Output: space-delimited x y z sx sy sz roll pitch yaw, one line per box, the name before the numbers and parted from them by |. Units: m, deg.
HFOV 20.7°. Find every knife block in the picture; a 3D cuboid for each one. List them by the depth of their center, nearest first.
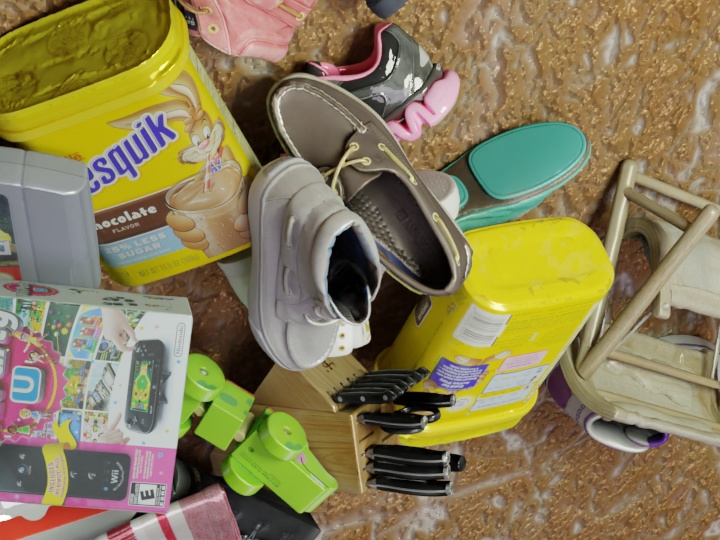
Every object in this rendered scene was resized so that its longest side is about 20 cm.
knife block | -0.010 0.145 1.587 0.064 0.176 0.200 -28 160 -51

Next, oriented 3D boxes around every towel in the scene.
towel | -0.190 0.249 1.602 0.199 0.023 0.144 -23 146 -8

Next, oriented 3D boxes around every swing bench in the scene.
swing bench | 0.286 0.039 1.692 0.198 0.130 0.201 17 102 -37

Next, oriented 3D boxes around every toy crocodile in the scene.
toy crocodile | -0.102 0.116 1.553 0.199 0.062 0.068 37 123 -6

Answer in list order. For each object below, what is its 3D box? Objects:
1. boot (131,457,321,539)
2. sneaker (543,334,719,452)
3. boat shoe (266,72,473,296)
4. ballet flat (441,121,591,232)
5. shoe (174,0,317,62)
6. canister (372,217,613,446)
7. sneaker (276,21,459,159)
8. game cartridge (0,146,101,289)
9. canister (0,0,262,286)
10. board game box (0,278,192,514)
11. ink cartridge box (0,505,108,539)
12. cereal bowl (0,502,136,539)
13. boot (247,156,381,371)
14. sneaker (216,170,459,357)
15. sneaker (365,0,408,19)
boot | -0.152 0.234 1.693 0.164 0.066 0.200 -34 147 20
sneaker | 0.268 0.121 1.790 0.199 0.114 0.073 -4 126 -28
boat shoe | 0.005 -0.061 1.426 0.072 0.060 0.200 -40 93 10
ballet flat | 0.093 -0.058 1.589 0.199 0.068 0.071 -25 153 -6
shoe | -0.109 -0.205 1.343 0.199 0.072 0.091 15 113 -41
canister | 0.105 0.050 1.608 0.147 0.087 0.200 -9 149 -28
sneaker | -0.025 -0.110 1.482 0.200 0.079 0.096 -39 110 7
game cartridge | -0.282 -0.033 1.355 0.198 0.041 0.134 0 138 -1
canister | -0.158 -0.089 1.387 0.147 0.087 0.200 -19 138 11
board game box | -0.224 0.085 1.367 0.198 0.064 0.149 6 102 -11
ink cartridge box | -0.258 0.090 1.418 0.159 0.202 0.047 -16 168 -12
cereal bowl | -0.264 0.144 1.535 0.198 0.083 0.201 -15 131 -17
boot | -0.031 0.018 1.421 0.073 0.096 0.201 -29 139 -21
sneaker | 0.000 0.000 1.527 0.198 0.074 0.116 -17 118 19
sneaker | 0.035 -0.275 1.383 0.081 0.070 0.201 21 115 -17
